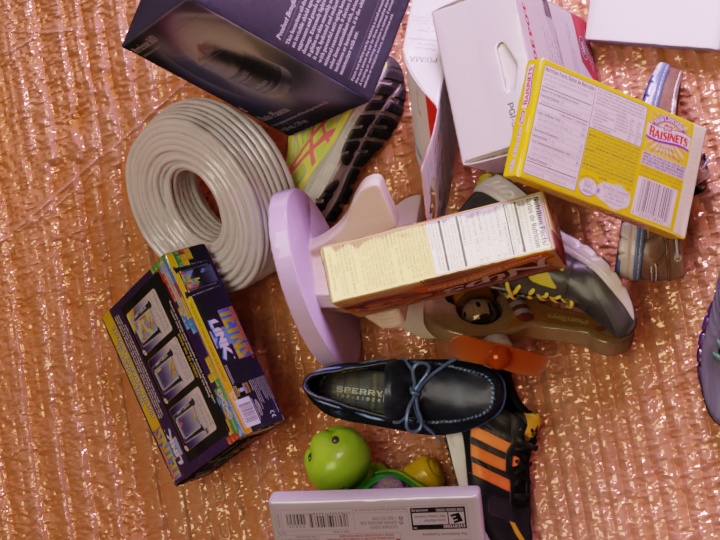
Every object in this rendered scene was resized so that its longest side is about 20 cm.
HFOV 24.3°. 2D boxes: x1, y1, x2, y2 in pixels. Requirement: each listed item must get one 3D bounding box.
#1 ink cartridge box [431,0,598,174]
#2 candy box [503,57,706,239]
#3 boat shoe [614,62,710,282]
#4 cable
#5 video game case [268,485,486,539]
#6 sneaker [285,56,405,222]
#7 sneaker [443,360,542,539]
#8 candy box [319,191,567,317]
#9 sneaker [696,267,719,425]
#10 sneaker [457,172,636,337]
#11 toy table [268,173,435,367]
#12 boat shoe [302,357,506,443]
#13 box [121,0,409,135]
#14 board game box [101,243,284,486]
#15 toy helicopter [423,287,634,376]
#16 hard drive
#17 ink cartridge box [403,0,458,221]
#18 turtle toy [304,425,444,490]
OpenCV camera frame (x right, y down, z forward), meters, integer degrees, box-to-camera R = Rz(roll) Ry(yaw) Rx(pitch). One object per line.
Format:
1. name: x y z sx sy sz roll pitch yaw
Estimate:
1. ink cartridge box: 0.150 -0.165 1.518 0.082 0.199 0.149 -15 81 26
2. candy box: 0.212 -0.101 1.428 0.026 0.198 0.103 -1 74 56
3. boat shoe: 0.281 -0.087 1.527 0.071 0.072 0.203 9 87 8
4. cable: -0.153 -0.077 1.702 0.200 0.069 0.201 39 137 20
5. video game case: 0.023 0.287 1.564 0.197 0.022 0.184 -3 112 11
6. sneaker: -0.032 -0.138 1.681 0.090 0.078 0.201 41 106 25
7. sneaker: 0.137 0.174 1.584 0.089 0.070 0.202 -25 75 27
8. candy box: 0.075 -0.012 1.457 0.198 0.115 0.056 -15 81 10
9. sneaker: 0.330 0.040 1.480 0.074 0.087 0.203 9 92 27
10. sneaker: 0.165 0.002 1.536 0.200 0.075 0.085 42 82 14
11. toy table: 0.000 0.000 1.616 0.116 0.201 0.185 -12 46 19
12. boat shoe: 0.037 0.122 1.573 0.198 0.069 0.085 -7 77 25
13. box: -0.093 -0.234 1.570 0.200 0.197 0.124 -13 52 64
14. board game box: -0.175 0.099 1.715 0.165 0.056 0.202 -38 74 51
15. toy helicopter: 0.155 0.051 1.559 0.198 0.133 0.080 9 127 10
16. hard drive: 0.286 -0.309 1.551 0.131 0.026 0.203 8 92 27
17. ink cartridge box: 0.060 -0.131 1.544 0.047 0.161 0.202 7 60 10
18. turtle toy: 0.015 0.243 1.627 0.145 0.101 0.201 -36 73 21
